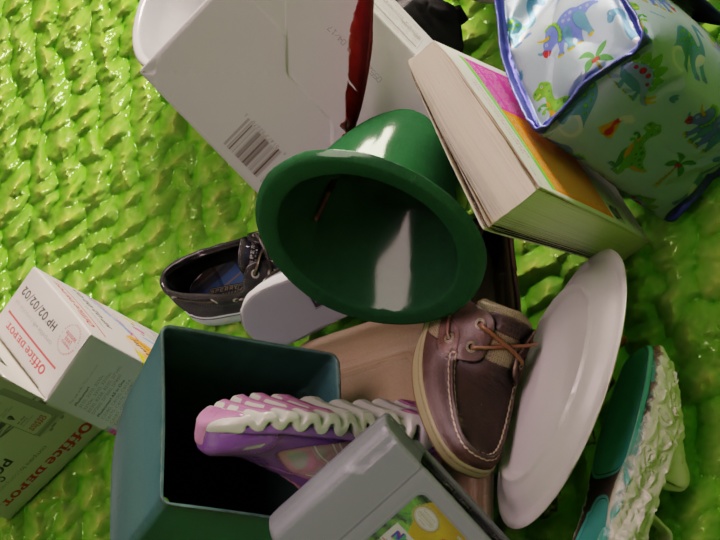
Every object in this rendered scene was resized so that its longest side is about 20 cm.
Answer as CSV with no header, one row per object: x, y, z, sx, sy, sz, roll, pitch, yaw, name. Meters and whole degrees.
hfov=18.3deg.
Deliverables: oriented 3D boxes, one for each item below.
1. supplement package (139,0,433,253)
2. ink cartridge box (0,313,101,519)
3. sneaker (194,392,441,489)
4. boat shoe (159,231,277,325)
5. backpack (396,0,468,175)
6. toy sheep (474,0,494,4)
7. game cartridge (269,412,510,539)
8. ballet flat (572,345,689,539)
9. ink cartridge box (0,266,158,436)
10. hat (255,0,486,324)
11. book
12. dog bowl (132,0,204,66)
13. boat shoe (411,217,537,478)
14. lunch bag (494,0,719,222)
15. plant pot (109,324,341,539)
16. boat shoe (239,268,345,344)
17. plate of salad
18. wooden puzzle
-0.030,-0.133,1.617,0.156,0.200,0.111,-43,4,15,supplement package
-0.327,0.111,1.872,0.146,0.199,0.083,-43,49,17,ink cartridge box
-0.022,0.134,1.554,0.080,0.199,0.089,20,103,62,sneaker
-0.080,-0.004,1.801,0.199,0.066,0.071,-11,62,38,boat shoe
-0.019,-0.134,1.774,0.199,0.126,0.168,-10,65,43,backpack
0.110,-0.284,1.737,0.137,0.138,0.201,-30,35,28,toy sheep
0.038,0.210,1.503,0.133,0.200,0.040,-42,3,21,game cartridge
0.181,0.152,1.478,0.071,0.072,0.202,7,73,45,ballet flat
-0.217,0.071,1.790,0.068,0.199,0.115,-54,44,5,ink cartridge box
0.030,-0.090,1.553,0.201,0.164,0.177,106,-176,-53,hat
0.118,-0.081,1.537,0.048,0.200,0.134,-37,66,21,book
-0.101,-0.236,1.913,0.199,0.079,0.201,-33,38,31,dog bowl
0.085,0.046,1.566,0.072,0.072,0.201,-39,36,45,boat shoe
0.179,-0.162,1.570,0.127,0.170,0.201,-40,45,20,lunch bag
-0.114,0.159,1.671,0.200,0.140,0.142,129,145,-52,plant pot
0.000,0.000,1.717,0.198,0.069,0.057,-19,19,15,boat shoe
0.144,0.083,1.524,0.200,0.048,0.202,-159,90,-78,plate of salad
0.027,0.132,1.655,0.184,0.037,0.202,-19,61,35,wooden puzzle
